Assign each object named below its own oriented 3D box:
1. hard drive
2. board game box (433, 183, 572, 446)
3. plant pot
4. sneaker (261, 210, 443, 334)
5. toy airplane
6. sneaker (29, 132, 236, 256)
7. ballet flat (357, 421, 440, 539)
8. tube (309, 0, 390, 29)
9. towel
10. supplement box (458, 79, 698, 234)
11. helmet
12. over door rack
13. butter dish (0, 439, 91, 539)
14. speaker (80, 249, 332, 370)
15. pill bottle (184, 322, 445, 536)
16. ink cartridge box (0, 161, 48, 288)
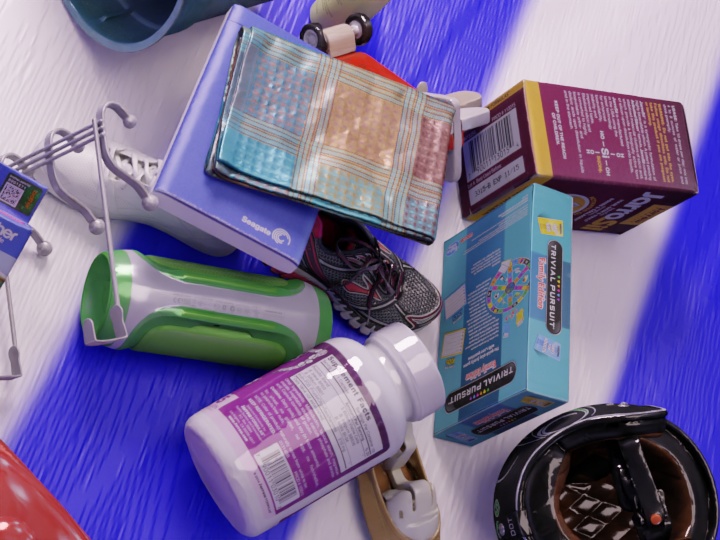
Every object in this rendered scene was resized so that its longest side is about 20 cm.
[{"bbox_3d":[-0.082,-0.111,1.345,0.132,0.025,0.200,28,57,-15],"label":"hard drive"},{"bbox_3d":[0.129,0.043,1.474,0.047,0.151,0.200,17,62,-25],"label":"board game box"},{"bbox_3d":[-0.143,-0.306,1.444,0.196,0.200,0.200,-17,79,-43],"label":"plant pot"},{"bbox_3d":[0.000,0.000,1.451,0.200,0.075,0.081,28,56,-35],"label":"sneaker"},{"bbox_3d":[0.019,-0.131,1.488,0.200,0.141,0.199,11,33,-8],"label":"toy airplane"},{"bbox_3d":[-0.169,-0.083,1.371,0.200,0.116,0.074,20,63,-21],"label":"sneaker"},{"bbox_3d":[0.030,0.176,1.411,0.069,0.063,0.200,-13,77,-36],"label":"ballet flat"},{"bbox_3d":[0.021,-0.280,1.516,0.052,0.200,0.058,-27,86,-38],"label":"tube"},{"bbox_3d":[-0.020,-0.112,1.340,0.200,0.022,0.147,18,61,-15],"label":"towel"},{"bbox_3d":[0.210,-0.108,1.601,0.200,0.131,0.103,3,70,-29],"label":"supplement box"},{"bbox_3d":[0.217,0.209,1.433,0.200,0.191,0.200,-2,79,8],"label":"helmet"},{"bbox_3d":[-0.229,-0.016,1.279,0.067,0.148,0.200,20,61,-43],"label":"over door rack"},{"bbox_3d":[-0.273,0.212,1.161,0.199,0.148,0.200,49,53,-5],"label":"butter dish"},{"bbox_3d":[-0.127,0.036,1.362,0.200,0.088,0.088,11,65,-28],"label":"speaker"},{"bbox_3d":[-0.034,0.124,1.334,0.200,0.112,0.112,-28,86,-19],"label":"pill bottle"},{"bbox_3d":[-0.332,-0.002,1.225,0.119,0.042,0.200,30,87,-17],"label":"ink cartridge box"}]
